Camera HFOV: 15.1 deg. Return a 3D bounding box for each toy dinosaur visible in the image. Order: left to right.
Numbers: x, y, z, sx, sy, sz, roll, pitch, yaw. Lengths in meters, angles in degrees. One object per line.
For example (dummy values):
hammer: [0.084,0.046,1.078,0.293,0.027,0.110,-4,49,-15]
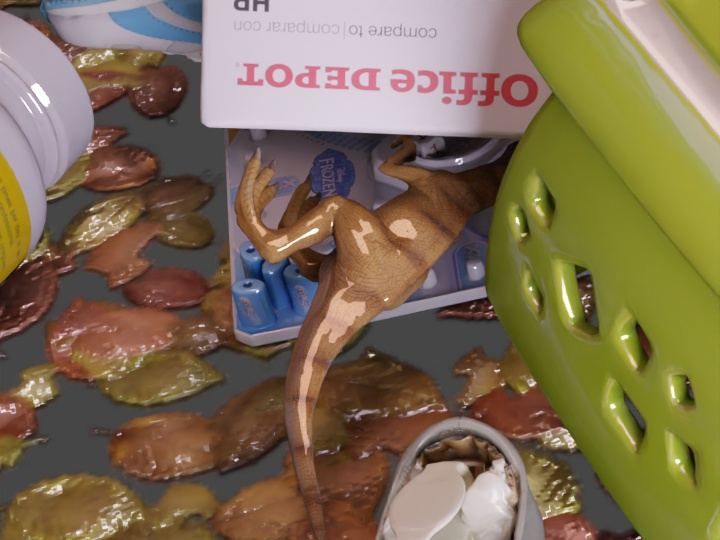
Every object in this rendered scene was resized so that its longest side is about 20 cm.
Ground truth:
toy dinosaur: [0.000,0.000,1.021,0.106,0.061,0.200,25,60,30]

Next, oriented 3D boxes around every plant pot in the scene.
plant pot: [0.166,-0.018,0.872,0.199,0.182,0.199,-25,55,-14]

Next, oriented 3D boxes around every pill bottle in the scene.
pill bottle: [-0.198,-0.020,1.107,0.111,0.112,0.200,12,45,32]

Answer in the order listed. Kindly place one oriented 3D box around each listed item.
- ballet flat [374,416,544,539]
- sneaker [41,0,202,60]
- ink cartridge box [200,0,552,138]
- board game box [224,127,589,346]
ballet flat: [0.016,0.126,0.879,0.067,0.064,0.200,-2,39,17]
sneaker: [-0.046,-0.112,1.145,0.199,0.081,0.077,-2,39,30]
ink cartridge box: [0.018,-0.150,1.022,0.144,0.201,0.084,3,6,8]
board game box: [0.038,-0.058,1.143,0.199,0.026,0.200,-12,36,5]
